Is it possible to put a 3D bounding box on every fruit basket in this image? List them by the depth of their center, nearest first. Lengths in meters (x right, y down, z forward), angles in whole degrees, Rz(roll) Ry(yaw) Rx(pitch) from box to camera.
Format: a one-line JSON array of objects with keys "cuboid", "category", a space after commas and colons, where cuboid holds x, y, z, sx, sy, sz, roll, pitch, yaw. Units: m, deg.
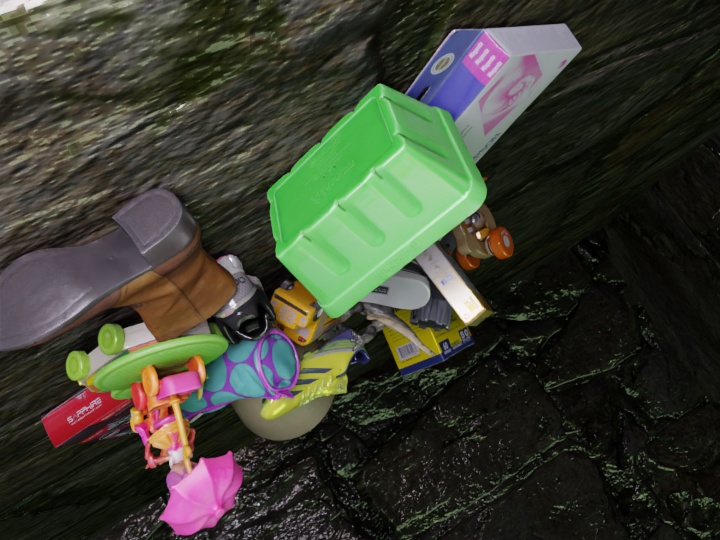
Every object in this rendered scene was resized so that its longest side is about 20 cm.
[{"cuboid": [0.032, -0.058, 0.604, 0.211, 0.157, 0.218, -9, 140, -8], "category": "fruit basket"}]

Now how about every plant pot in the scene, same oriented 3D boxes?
[{"cuboid": [-0.145, 0.149, 0.944, 0.185, 0.189, 0.201, -30, 152, -6], "category": "plant pot"}]

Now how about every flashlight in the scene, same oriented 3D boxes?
[{"cuboid": [0.133, -0.006, 0.960, 0.067, 0.204, 0.067, 25, 156, -34], "category": "flashlight"}]

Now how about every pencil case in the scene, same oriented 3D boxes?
[{"cuboid": [-0.179, 0.145, 0.795, 0.197, 0.094, 0.085, -21, 159, 26], "category": "pencil case"}]

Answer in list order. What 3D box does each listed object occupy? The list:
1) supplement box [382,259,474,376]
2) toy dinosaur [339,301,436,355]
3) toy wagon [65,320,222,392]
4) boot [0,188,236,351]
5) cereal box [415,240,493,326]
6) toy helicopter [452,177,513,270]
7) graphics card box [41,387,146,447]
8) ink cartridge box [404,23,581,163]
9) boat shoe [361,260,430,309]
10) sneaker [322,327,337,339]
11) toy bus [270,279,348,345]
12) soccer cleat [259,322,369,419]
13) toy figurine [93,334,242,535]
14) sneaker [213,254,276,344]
[{"cuboid": [0.102, 0.069, 1.094, 0.109, 0.203, 0.108, -29, 172, 42], "category": "supplement box"}, {"cuboid": [0.015, 0.066, 0.829, 0.087, 0.200, 0.048, -12, 120, -23], "category": "toy dinosaur"}, {"cuboid": [-0.265, 0.107, 0.719, 0.198, 0.040, 0.154, -33, 159, 27], "category": "toy wagon"}, {"cuboid": [-0.213, 0.026, 0.547, 0.188, 0.068, 0.201, -43, 165, -14], "category": "boot"}, {"cuboid": [0.110, -0.012, 0.856, 0.039, 0.201, 0.144, -38, 166, 10], "category": "cereal box"}, {"cuboid": [0.142, -0.090, 0.886, 0.078, 0.135, 0.198, -19, 153, 40], "category": "toy helicopter"}, {"cuboid": [-0.345, 0.196, 0.882, 0.124, 0.051, 0.200, -33, 168, 2], "category": "graphics card box"}, {"cuboid": [0.114, -0.172, 0.647, 0.198, 0.044, 0.196, -23, 164, -40], "category": "ink cartridge box"}, {"cuboid": [0.000, 0.000, 0.821, 0.196, 0.064, 0.071, 16, 125, -15], "category": "boat shoe"}, {"cuboid": [-0.086, 0.110, 1.125, 0.079, 0.072, 0.200, -26, 170, -39], "category": "sneaker"}, {"cuboid": [-0.067, 0.051, 0.889, 0.079, 0.064, 0.200, -66, 166, 17], "category": "toy bus"}, {"cuboid": [-0.059, 0.153, 0.859, 0.199, 0.084, 0.065, -38, 175, -41], "category": "soccer cleat"}, {"cuboid": [-0.203, 0.195, 0.667, 0.148, 0.187, 0.199, -8, 160, -39], "category": "toy figurine"}, {"cuboid": [-0.145, 0.051, 0.741, 0.073, 0.088, 0.200, -29, 167, -9], "category": "sneaker"}]
